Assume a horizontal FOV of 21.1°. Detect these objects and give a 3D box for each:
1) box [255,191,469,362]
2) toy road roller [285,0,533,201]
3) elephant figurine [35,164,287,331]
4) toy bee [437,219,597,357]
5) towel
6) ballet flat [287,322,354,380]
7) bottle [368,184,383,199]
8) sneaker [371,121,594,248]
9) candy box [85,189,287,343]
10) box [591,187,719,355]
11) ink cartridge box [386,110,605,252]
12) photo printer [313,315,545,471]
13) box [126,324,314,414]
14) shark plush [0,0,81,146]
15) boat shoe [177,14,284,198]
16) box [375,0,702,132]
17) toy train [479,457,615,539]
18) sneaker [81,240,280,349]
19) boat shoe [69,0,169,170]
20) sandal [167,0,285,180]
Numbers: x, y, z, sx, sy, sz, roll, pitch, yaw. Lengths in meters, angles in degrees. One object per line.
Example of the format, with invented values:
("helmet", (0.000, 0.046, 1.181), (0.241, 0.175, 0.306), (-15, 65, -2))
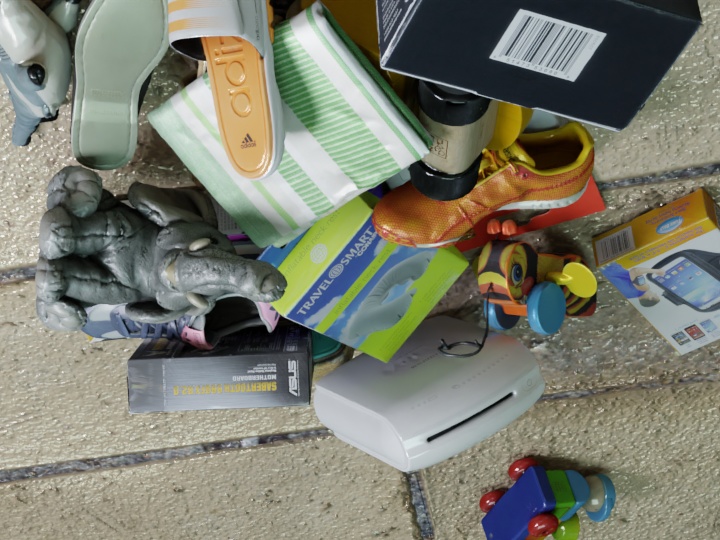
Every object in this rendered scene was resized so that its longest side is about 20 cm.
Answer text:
("box", (0.000, 0.000, 1.659), (0.122, 0.048, 0.200), (-50, 147, 9))
("toy road roller", (0.048, -0.165, 1.536), (0.199, 0.146, 0.123), (29, 146, 18))
("elephant figurine", (-0.163, -0.007, 1.585), (0.198, 0.156, 0.142), (5, 139, -6))
("toy bee", (0.150, 0.005, 1.740), (0.130, 0.200, 0.110), (1, 101, 20))
("towel", (-0.055, -0.109, 1.505), (0.199, 0.023, 0.153), (-29, 109, 40))
("ballet flat", (-0.100, 0.089, 1.868), (0.198, 0.071, 0.071), (-11, 142, 8))
("bottle", (-0.022, -0.018, 1.731), (0.083, 0.066, 0.201), (-13, 143, -11))
("sneaker", (0.098, -0.077, 1.579), (0.198, 0.073, 0.078), (-21, 144, -16))
("candy box", (-0.162, -0.006, 1.739), (0.198, 0.061, 0.137), (-6, 142, 3))
("box", (0.318, 0.010, 1.824), (0.118, 0.042, 0.200), (-26, 135, 25))
("ink cartridge box", (0.116, -0.077, 1.687), (0.159, 0.048, 0.200), (-16, 139, 15))
("photo printer", (0.065, 0.112, 1.774), (0.165, 0.200, 0.070), (-27, 108, -18))
("box", (-0.121, 0.086, 1.724), (0.156, 0.049, 0.200), (-3, -175, -1))
("shark plush", (-0.271, -0.170, 1.549), (0.082, 0.092, 0.200), (18, 162, 3))
("boat shoe", (-0.115, -0.143, 1.572), (0.069, 0.074, 0.201), (25, 137, 3))
("box", (0.118, -0.229, 1.372), (0.198, 0.198, 0.124), (12, 138, -20))
("toy train", (0.190, 0.286, 2.137), (0.115, 0.085, 0.200), (1, 144, -29))
("sneaker", (-0.160, 0.035, 1.674), (0.198, 0.083, 0.070), (-16, 139, 14))
("boat shoe", (-0.194, -0.172, 1.525), (0.071, 0.061, 0.202), (8, 134, -15))
("sandal", (-0.104, -0.168, 1.440), (0.079, 0.209, 0.059), (-9, -175, 38))
